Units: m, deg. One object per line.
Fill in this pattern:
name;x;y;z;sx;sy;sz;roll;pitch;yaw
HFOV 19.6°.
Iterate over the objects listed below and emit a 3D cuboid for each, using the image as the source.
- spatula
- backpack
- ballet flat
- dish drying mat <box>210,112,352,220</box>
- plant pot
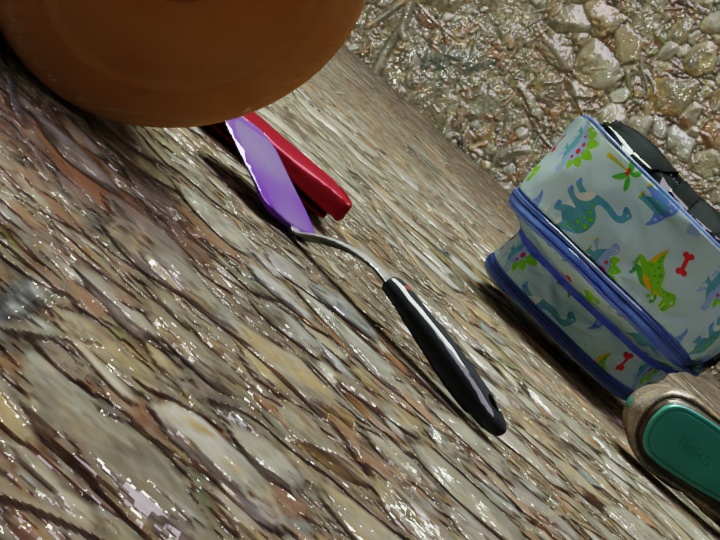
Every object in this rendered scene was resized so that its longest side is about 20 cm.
spatula;0.000;0.000;0.904;0.200;0.021;0.057;46;6;28
backpack;0.177;-0.003;1.408;0.183;0.147;0.200;45;3;15
ballet flat;0.233;0.131;1.242;0.200;0.068;0.067;42;-1;-15
dish drying mat;-0.087;-0.095;1.033;0.200;0.018;0.077;40;6;-13
plant pot;-0.075;-0.148;0.784;0.200;0.200;0.140;37;25;-37
